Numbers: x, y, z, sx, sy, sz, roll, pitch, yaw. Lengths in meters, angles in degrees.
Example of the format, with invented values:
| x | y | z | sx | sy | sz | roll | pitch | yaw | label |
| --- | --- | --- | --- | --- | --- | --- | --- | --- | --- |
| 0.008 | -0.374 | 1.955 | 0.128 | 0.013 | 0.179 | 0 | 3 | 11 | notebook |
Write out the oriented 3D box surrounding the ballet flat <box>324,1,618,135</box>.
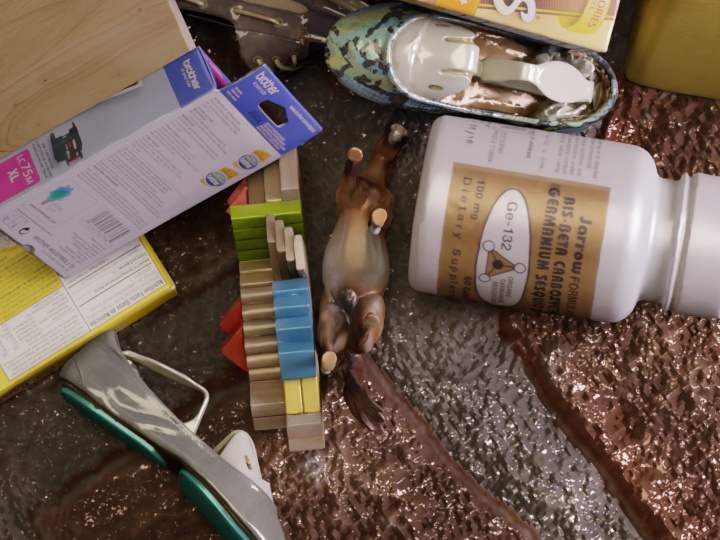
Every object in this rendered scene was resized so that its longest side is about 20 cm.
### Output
| x | y | z | sx | sy | sz | roll | pitch | yaw | label |
| --- | --- | --- | --- | --- | --- | --- | --- | --- | --- |
| 0.077 | -0.131 | 1.687 | 0.199 | 0.074 | 0.075 | 6 | 76 | -23 | ballet flat |

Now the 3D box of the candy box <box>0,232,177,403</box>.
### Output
| x | y | z | sx | sy | sz | roll | pitch | yaw | label |
| --- | --- | --- | --- | --- | --- | --- | --- | --- | --- |
| -0.229 | 0.024 | 1.728 | 0.199 | 0.026 | 0.103 | -31 | 78 | -4 | candy box |

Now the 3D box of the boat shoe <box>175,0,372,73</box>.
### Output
| x | y | z | sx | sy | sz | roll | pitch | yaw | label |
| --- | --- | --- | --- | --- | --- | --- | --- | --- | --- |
| -0.054 | -0.164 | 1.748 | 0.199 | 0.074 | 0.074 | 27 | 91 | 16 | boat shoe |

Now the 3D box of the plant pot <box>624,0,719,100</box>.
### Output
| x | y | z | sx | sy | sz | roll | pitch | yaw | label |
| --- | --- | --- | --- | --- | --- | --- | --- | --- | --- |
| 0.283 | -0.222 | 1.672 | 0.194 | 0.200 | 0.196 | 11 | 78 | 4 | plant pot |

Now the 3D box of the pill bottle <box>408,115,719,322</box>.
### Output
| x | y | z | sx | sy | sz | roll | pitch | yaw | label |
| --- | --- | --- | --- | --- | --- | --- | --- | --- | --- |
| 0.136 | -0.028 | 1.678 | 0.199 | 0.114 | 0.115 | 9 | 78 | 5 | pill bottle |

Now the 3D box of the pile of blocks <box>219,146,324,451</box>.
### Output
| x | y | z | sx | sy | sz | roll | pitch | yaw | label |
| --- | --- | --- | --- | --- | --- | --- | --- | --- | --- |
| -0.062 | 0.016 | 1.694 | 0.062 | 0.082 | 0.201 | -6 | 77 | 1 | pile of blocks |

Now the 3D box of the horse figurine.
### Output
| x | y | z | sx | sy | sz | roll | pitch | yaw | label |
| --- | --- | --- | --- | --- | --- | --- | --- | --- | --- |
| 0.000 | 0.000 | 1.686 | 0.050 | 0.133 | 0.201 | 5 | 90 | 0 | horse figurine |

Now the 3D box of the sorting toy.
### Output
| x | y | z | sx | sy | sz | roll | pitch | yaw | label |
| --- | --- | --- | --- | --- | --- | --- | --- | --- | --- |
| -0.211 | -0.150 | 1.722 | 0.199 | 0.070 | 0.200 | -29 | 69 | 11 | sorting toy |

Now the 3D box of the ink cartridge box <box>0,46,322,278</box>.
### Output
| x | y | z | sx | sy | sz | roll | pitch | yaw | label |
| --- | --- | --- | --- | --- | --- | --- | --- | --- | --- |
| -0.132 | -0.073 | 1.653 | 0.199 | 0.119 | 0.042 | -27 | 65 | 9 | ink cartridge box |

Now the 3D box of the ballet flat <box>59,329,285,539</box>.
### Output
| x | y | z | sx | sy | sz | roll | pitch | yaw | label |
| --- | --- | --- | --- | --- | --- | --- | --- | --- | --- |
| -0.104 | 0.112 | 1.684 | 0.200 | 0.067 | 0.064 | 40 | 75 | 10 | ballet flat |

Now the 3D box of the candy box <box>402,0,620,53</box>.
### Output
| x | y | z | sx | sy | sz | roll | pitch | yaw | label |
| --- | --- | --- | --- | --- | --- | --- | --- | --- | --- |
| 0.070 | -0.216 | 1.647 | 0.199 | 0.055 | 0.116 | 15 | 93 | -9 | candy box |
